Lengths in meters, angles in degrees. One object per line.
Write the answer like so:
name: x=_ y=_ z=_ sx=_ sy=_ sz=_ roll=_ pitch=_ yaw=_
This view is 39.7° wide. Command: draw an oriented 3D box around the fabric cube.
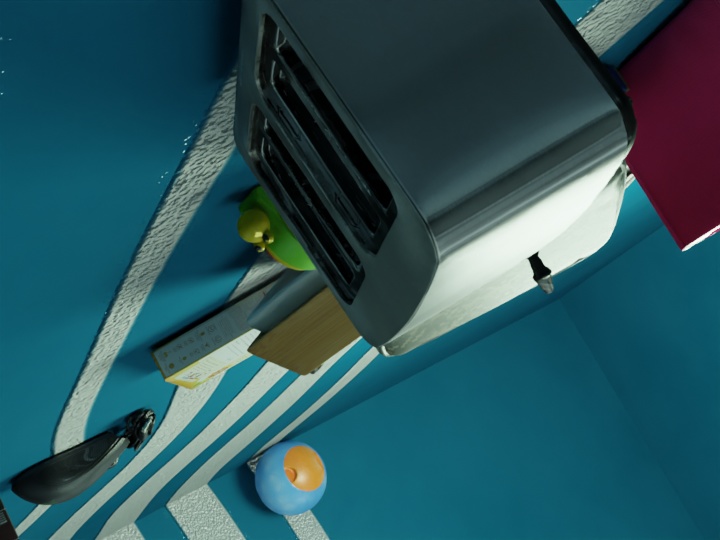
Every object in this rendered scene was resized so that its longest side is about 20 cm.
fabric cube: x=0.397 y=-0.172 z=1.011 sx=0.199 sy=0.197 sz=0.199 roll=-24 pitch=167 yaw=-31

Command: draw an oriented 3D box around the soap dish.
soap dish: x=0.000 y=0.000 z=0.912 sx=0.200 sy=0.081 sz=0.158 roll=-38 pitch=-171 yaw=33

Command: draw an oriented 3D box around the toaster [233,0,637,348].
toaster: x=0.025 y=-0.070 z=0.483 sx=0.118 sy=0.201 sz=0.181 roll=-31 pitch=170 yaw=-16

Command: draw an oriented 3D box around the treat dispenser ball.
treat dispenser ball: x=-0.192 y=0.572 z=2.750 sx=0.200 sy=0.202 sz=0.201 roll=-29 pitch=169 yaw=-6

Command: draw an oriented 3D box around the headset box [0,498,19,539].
headset box: x=-0.394 y=0.306 z=1.039 sx=0.075 sy=0.201 sz=0.149 roll=-24 pitch=168 yaw=-29

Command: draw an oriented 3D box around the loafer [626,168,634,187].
loafer: x=0.343 y=-0.161 z=1.284 sx=0.199 sy=0.073 sz=0.071 roll=-38 pitch=157 yaw=10

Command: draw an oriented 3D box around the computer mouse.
computer mouse: x=-0.355 y=0.256 z=1.308 sx=0.199 sy=0.053 sz=0.139 roll=-25 pitch=169 yaw=-26

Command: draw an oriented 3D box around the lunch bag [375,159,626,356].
lunch bag: x=0.056 y=-0.066 z=0.665 sx=0.199 sy=0.169 sz=0.140 roll=-28 pitch=157 yaw=-5

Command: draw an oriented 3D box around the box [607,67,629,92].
box: x=0.176 y=-0.153 z=0.948 sx=0.121 sy=0.033 sz=0.199 roll=-36 pitch=167 yaw=27

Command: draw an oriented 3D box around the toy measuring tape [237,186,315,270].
toy measuring tape: x=-0.021 y=-0.043 z=0.812 sx=0.199 sy=0.074 sz=0.073 roll=-17 pitch=163 yaw=-49

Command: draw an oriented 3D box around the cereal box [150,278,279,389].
cereal box: x=-0.121 y=0.063 z=1.097 sx=0.199 sy=0.040 sz=0.144 roll=-30 pitch=169 yaw=-4
